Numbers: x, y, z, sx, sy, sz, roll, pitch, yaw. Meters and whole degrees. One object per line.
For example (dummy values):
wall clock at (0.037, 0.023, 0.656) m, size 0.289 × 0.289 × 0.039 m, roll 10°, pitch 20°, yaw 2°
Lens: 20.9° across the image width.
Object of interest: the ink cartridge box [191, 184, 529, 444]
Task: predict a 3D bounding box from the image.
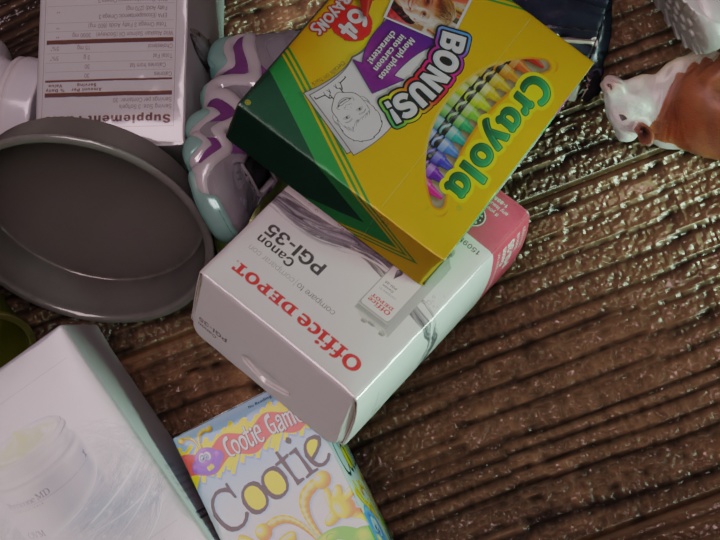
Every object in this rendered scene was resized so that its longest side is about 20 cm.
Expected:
ink cartridge box at (0.000, 0.000, 1.372) m, size 0.146 × 0.083 × 0.200 m, roll 38°, pitch 63°, yaw 11°

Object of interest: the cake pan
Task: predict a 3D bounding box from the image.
cake pan at (-0.202, -0.039, 1.435) m, size 0.200 × 0.200 × 0.037 m, roll 4°, pitch 48°, yaw 10°

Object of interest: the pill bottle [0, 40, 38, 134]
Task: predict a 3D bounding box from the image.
pill bottle at (-0.333, -0.135, 1.497) m, size 0.200 × 0.111 × 0.111 m, roll 10°, pitch 83°, yaw 10°

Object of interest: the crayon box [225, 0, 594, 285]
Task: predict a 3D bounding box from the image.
crayon box at (0.036, -0.119, 1.348) m, size 0.172 × 0.058 × 0.200 m, roll 36°, pitch 64°, yaw 3°

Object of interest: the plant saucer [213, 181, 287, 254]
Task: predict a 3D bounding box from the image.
plant saucer at (-0.011, -0.041, 1.474) m, size 0.200 × 0.031 × 0.200 m, roll -1°, pitch 81°, yaw 8°

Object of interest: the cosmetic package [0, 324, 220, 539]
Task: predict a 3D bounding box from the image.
cosmetic package at (-0.229, 0.174, 1.417) m, size 0.199 × 0.123 × 0.200 m, roll -36°, pitch 85°, yaw 2°

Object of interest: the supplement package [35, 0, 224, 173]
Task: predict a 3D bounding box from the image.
supplement package at (-0.171, -0.178, 1.475) m, size 0.117 × 0.117 × 0.200 m, roll -1°, pitch 82°, yaw 9°

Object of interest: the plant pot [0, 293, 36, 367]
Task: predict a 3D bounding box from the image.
plant pot at (-0.376, 0.021, 1.452) m, size 0.200 × 0.200 × 0.193 m, roll -36°, pitch 68°, yaw 2°

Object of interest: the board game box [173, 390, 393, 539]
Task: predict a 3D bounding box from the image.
board game box at (-0.038, 0.190, 1.406) m, size 0.103 × 0.105 × 0.200 m, roll -27°, pitch 79°, yaw 3°

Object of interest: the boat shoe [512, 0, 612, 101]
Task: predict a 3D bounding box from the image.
boat shoe at (0.095, -0.201, 1.444) m, size 0.200 × 0.075 × 0.093 m, roll 18°, pitch 118°, yaw 3°

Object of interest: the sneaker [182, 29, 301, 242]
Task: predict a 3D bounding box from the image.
sneaker at (-0.047, -0.112, 1.402) m, size 0.140 × 0.078 × 0.200 m, roll -12°, pitch 47°, yaw 17°

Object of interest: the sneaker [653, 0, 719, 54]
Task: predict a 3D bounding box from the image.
sneaker at (0.241, -0.235, 1.406) m, size 0.080 × 0.076 × 0.200 m, roll -14°, pitch 47°, yaw 0°

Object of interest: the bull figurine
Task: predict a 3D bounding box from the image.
bull figurine at (0.277, -0.120, 1.415) m, size 0.200 × 0.065 × 0.122 m, roll 25°, pitch 113°, yaw 6°
